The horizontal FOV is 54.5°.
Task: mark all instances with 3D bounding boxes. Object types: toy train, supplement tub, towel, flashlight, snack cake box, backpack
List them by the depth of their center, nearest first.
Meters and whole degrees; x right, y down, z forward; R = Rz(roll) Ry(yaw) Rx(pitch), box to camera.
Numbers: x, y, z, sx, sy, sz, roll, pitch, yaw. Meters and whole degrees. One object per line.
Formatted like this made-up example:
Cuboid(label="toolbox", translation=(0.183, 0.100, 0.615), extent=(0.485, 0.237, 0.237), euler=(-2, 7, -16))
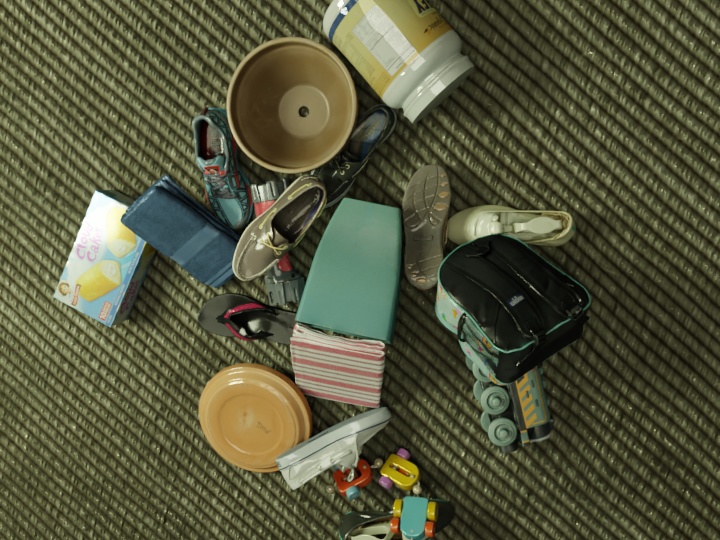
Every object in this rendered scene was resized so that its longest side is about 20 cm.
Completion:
Cuboid(label="backpack", translation=(0.207, 0.051, 1.017), extent=(0.175, 0.154, 0.200), euler=(-31, 59, -17))
Cuboid(label="supplement tub", translation=(0.057, -0.331, 1.025), extent=(0.144, 0.144, 0.200), euler=(-41, 91, 11))
Cuboid(label="toy train", translation=(0.239, 0.187, 1.107), extent=(0.114, 0.085, 0.201), euler=(-15, 96, 0))
Cuboid(label="towel", translation=(-0.034, 0.156, 1.108), extent=(0.146, 0.200, 0.030), euler=(11, 55, 6))
Cuboid(label="towel", translation=(-0.273, -0.057, 1.117), extent=(0.112, 0.049, 0.200), euler=(-34, 124, 25))
Cuboid(label="flashlight", translation=(-0.128, -0.047, 1.135), extent=(0.068, 0.068, 0.201), euler=(-3, 103, 45))
Cuboid(label="toy train", translation=(0.042, 0.379, 1.144), extent=(0.150, 0.056, 0.200), euler=(-31, 48, -8))
Cuboid(label="snack cake box", translation=(-0.418, -0.022, 1.175), extent=(0.115, 0.067, 0.201), euler=(26, 100, 3))

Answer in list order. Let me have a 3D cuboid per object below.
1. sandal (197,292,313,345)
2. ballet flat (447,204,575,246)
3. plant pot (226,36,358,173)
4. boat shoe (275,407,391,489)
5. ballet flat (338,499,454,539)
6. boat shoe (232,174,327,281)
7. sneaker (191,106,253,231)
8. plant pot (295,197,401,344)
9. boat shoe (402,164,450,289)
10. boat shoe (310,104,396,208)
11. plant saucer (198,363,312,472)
Cuboid(label="sandal", translation=(-0.177, 0.085, 1.166), extent=(0.199, 0.045, 0.075), euler=(9, 99, 7))
Cuboid(label="ballet flat", translation=(0.230, -0.068, 1.077), extent=(0.199, 0.069, 0.070), euler=(-2, 98, 8))
Cuboid(label="plant pot", translation=(-0.098, -0.251, 1.084), extent=(0.200, 0.093, 0.202), euler=(1, 98, 8))
Cuboid(label="boat shoe", translation=(-0.030, 0.299, 1.138), extent=(0.201, 0.075, 0.086), euler=(-25, 88, -14))
Cuboid(label="ballet flat", translation=(0.060, 0.434, 1.169), extent=(0.199, 0.068, 0.068), euler=(-13, 107, 10))
Cuboid(label="boat shoe", translation=(-0.124, -0.061, 1.070), extent=(0.072, 0.060, 0.200), euler=(41, 92, -20))
Cuboid(label="sneaker", translation=(-0.231, -0.157, 1.113), extent=(0.079, 0.096, 0.201), euler=(-12, 98, 10))
Cuboid(label="plant pot", translation=(0.000, 0.000, 1.082), extent=(0.141, 0.141, 0.201), euler=(12, 82, 6))
Cuboid(label="boat shoe", translation=(0.102, -0.066, 1.093), extent=(0.075, 0.072, 0.201), euler=(7, 78, 11))
Cuboid(label="boat shoe", translation=(-0.020, -0.181, 1.101), extent=(0.069, 0.057, 0.200), euler=(40, 101, 1))
Cuboid(label="plant saucer", translation=(-0.180, 0.253, 1.178), extent=(0.199, 0.032, 0.201), euler=(4, 110, 12))
